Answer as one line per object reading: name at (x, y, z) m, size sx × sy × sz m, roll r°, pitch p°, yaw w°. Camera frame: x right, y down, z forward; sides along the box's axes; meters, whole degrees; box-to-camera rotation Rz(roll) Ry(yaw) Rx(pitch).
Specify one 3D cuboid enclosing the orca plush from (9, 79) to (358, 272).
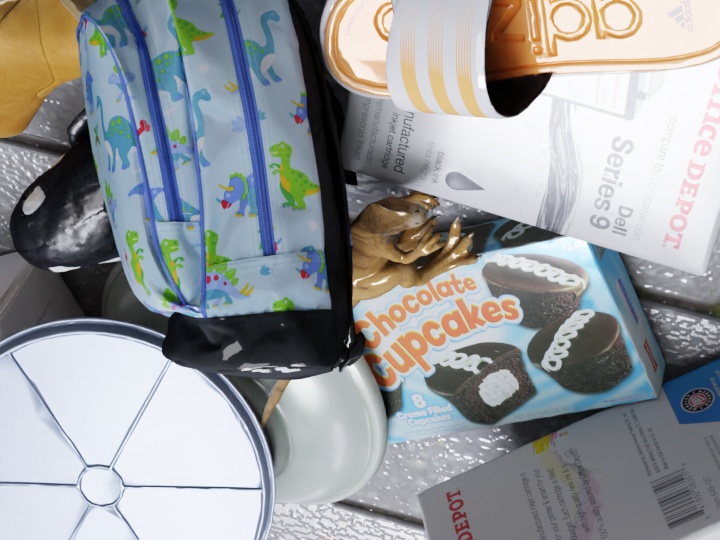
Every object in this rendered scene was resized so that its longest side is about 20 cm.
orca plush at (-0.100, -0.036, 1.116) m, size 0.198 × 0.071 × 0.106 m, roll -6°, pitch 119°, yaw 3°

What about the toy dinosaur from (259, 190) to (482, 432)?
toy dinosaur at (0.000, 0.000, 1.107) m, size 0.061 × 0.105 × 0.200 m, roll 58°, pitch 150°, yaw 21°

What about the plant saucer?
plant saucer at (-0.080, 0.074, 1.219) m, size 0.199 × 0.050 × 0.201 m, roll 21°, pitch 137°, yaw 20°

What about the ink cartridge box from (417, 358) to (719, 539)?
ink cartridge box at (0.153, 0.174, 1.131) m, size 0.198 × 0.148 × 0.145 m, roll -24°, pitch 117°, yaw 6°

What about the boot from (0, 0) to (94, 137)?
boot at (-0.172, -0.120, 1.131) m, size 0.199 × 0.071 × 0.144 m, roll 15°, pitch 146°, yaw -6°

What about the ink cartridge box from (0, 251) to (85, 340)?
ink cartridge box at (-0.222, 0.097, 1.294) m, size 0.144 × 0.084 × 0.201 m, roll -13°, pitch 122°, yaw 27°

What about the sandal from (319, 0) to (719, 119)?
sandal at (0.071, -0.108, 0.936) m, size 0.205 × 0.059 × 0.080 m, roll -3°, pitch 123°, yaw 21°

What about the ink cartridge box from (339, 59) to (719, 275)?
ink cartridge box at (0.101, -0.101, 1.023) m, size 0.198 × 0.084 × 0.147 m, roll 17°, pitch 130°, yaw 7°

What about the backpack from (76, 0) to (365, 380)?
backpack at (-0.069, -0.053, 1.010) m, size 0.152 × 0.163 × 0.202 m, roll 5°, pitch 90°, yaw -6°

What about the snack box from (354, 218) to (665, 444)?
snack box at (0.061, 0.034, 1.175) m, size 0.198 × 0.037 × 0.117 m, roll -13°, pitch 120°, yaw 28°

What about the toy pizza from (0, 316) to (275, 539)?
toy pizza at (-0.145, 0.116, 1.177) m, size 0.198 × 0.032 × 0.202 m, roll 2°, pitch 112°, yaw 5°
